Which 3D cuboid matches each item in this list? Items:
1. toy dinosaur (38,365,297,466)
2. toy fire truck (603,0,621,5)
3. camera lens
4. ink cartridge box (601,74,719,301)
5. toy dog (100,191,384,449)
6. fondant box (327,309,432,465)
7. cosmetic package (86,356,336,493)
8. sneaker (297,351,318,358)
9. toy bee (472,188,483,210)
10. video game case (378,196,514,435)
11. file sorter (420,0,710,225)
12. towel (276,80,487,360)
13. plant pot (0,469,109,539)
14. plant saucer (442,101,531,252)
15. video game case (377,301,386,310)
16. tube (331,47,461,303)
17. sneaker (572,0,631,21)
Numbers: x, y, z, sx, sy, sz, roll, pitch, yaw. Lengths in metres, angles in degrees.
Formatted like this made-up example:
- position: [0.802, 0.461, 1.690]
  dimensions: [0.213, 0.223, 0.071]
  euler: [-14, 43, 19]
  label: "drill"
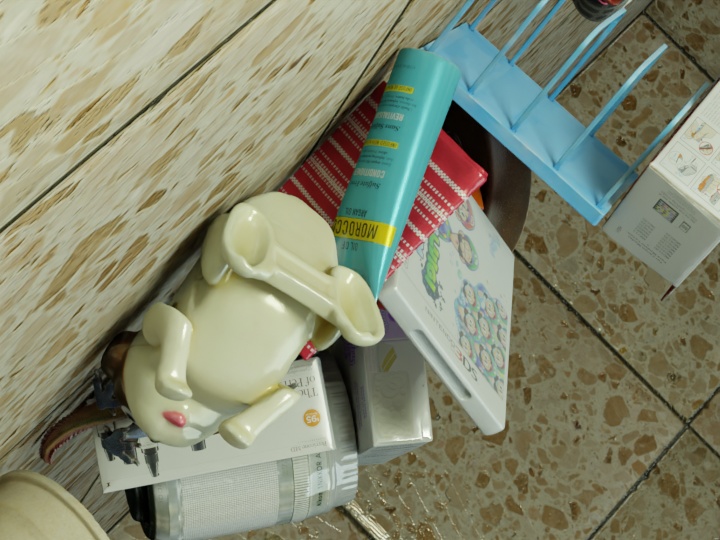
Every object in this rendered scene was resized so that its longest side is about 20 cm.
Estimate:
- position: [-0.155, 0.068, 1.626]
  dimensions: [0.199, 0.105, 0.182]
  euler: [-6, -155, 34]
  label: "toy dinosaur"
- position: [0.236, -0.295, 1.714]
  dimensions: [0.200, 0.128, 0.176]
  euler: [-55, -179, -23]
  label: "toy fire truck"
- position: [-0.116, 0.158, 1.801]
  dimensions: [0.199, 0.161, 0.160]
  euler: [-9, 167, -14]
  label: "camera lens"
- position: [0.295, -0.093, 1.629]
  dimensions: [0.200, 0.084, 0.176]
  euler: [-49, 174, -23]
  label: "ink cartridge box"
- position: [-0.107, 0.043, 1.454]
  dimensions: [0.200, 0.139, 0.194]
  euler: [-48, -147, 23]
  label: "toy dog"
- position: [0.010, 0.098, 1.814]
  dimensions: [0.058, 0.145, 0.200]
  euler: [-3, 170, -14]
  label: "fondant box"
- position: [-0.125, 0.131, 1.682]
  dimensions: [0.199, 0.083, 0.051]
  euler: [-11, 178, 0]
  label: "cosmetic package"
- position: [-0.053, 0.028, 1.746]
  dimensions: [0.097, 0.071, 0.200]
  euler: [-21, -168, -17]
  label: "sneaker"
- position: [0.012, -0.076, 1.696]
  dimensions: [0.108, 0.200, 0.132]
  euler: [-19, -130, 31]
  label: "toy bee"
- position: [0.072, 0.003, 1.608]
  dimensions: [0.024, 0.182, 0.201]
  euler: [-19, -140, 25]
  label: "video game case"
- position: [0.169, -0.162, 1.623]
  dimensions: [0.123, 0.200, 0.139]
  euler: [-50, 175, 25]
  label: "file sorter"
- position: [-0.006, -0.041, 1.529]
  dimensions: [0.200, 0.145, 0.022]
  euler: [-45, 138, 3]
  label: "towel"
- position: [-0.297, 0.283, 1.529]
  dimensions: [0.183, 0.201, 0.201]
  euler: [-28, 167, -39]
  label: "plant pot"
- position: [0.093, -0.099, 1.805]
  dimensions: [0.032, 0.201, 0.200]
  euler: [-6, 157, -27]
  label: "plant saucer"
- position: [0.000, 0.000, 1.712]
  dimensions: [0.143, 0.199, 0.018]
  euler: [-39, 138, -67]
  label: "video game case"
- position: [0.019, -0.067, 1.486]
  dimensions: [0.077, 0.050, 0.201]
  euler: [6, -108, 55]
  label: "tube"
- position: [0.234, -0.295, 1.946]
  dimensions: [0.087, 0.074, 0.200]
  euler: [-44, 172, -21]
  label: "sneaker"
